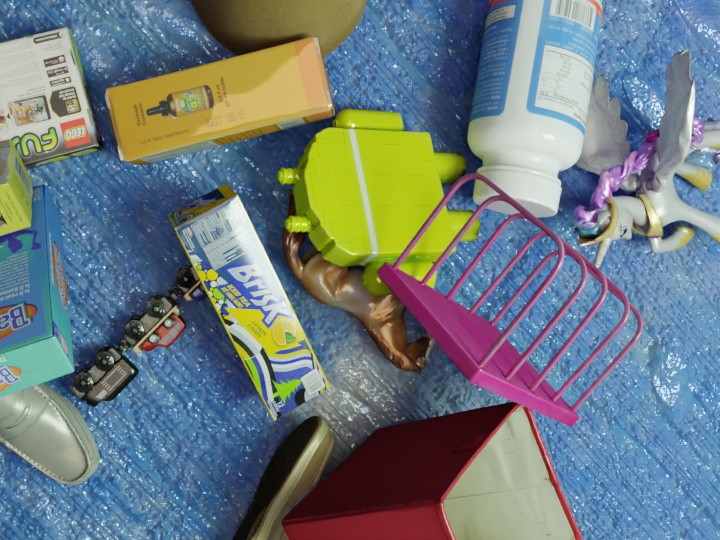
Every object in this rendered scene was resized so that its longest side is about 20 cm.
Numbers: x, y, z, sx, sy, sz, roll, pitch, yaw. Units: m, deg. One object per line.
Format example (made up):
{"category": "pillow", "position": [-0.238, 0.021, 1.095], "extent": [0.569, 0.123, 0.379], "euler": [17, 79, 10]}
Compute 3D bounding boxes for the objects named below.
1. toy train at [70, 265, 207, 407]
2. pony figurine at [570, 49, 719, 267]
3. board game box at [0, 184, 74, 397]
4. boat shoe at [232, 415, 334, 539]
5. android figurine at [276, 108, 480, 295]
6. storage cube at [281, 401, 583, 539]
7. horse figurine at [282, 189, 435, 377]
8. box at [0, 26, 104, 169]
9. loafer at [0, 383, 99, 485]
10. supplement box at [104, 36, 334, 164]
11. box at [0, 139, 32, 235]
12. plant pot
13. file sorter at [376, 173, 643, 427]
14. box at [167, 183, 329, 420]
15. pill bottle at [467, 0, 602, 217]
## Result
{"category": "toy train", "position": [-0.189, 0.051, 0.781], "extent": [0.046, 0.034, 0.200], "euler": [45, 85, -11]}
{"category": "pony figurine", "position": [0.289, -0.102, 0.808], "extent": [0.196, 0.166, 0.198], "euler": [-1, 93, -27]}
{"category": "board game box", "position": [-0.322, 0.024, 0.685], "extent": [0.149, 0.202, 0.046], "euler": [-18, 135, -7]}
{"category": "boat shoe", "position": [-0.071, 0.237, 0.790], "extent": [0.062, 0.073, 0.204], "euler": [27, 90, -16]}
{"category": "android figurine", "position": [0.018, -0.067, 0.773], "extent": [0.196, 0.041, 0.186], "euler": [-5, 73, -28]}
{"category": "storage cube", "position": [0.068, 0.239, 0.723], "extent": [0.199, 0.178, 0.174], "euler": [-31, 99, -51]}
{"category": "horse figurine", "position": [0.000, 0.000, 0.804], "extent": [0.197, 0.050, 0.135], "euler": [28, 81, -12]}
{"category": "box", "position": [-0.345, -0.139, 0.748], "extent": [0.196, 0.035, 0.113], "euler": [-16, 94, -9]}
{"category": "loafer", "position": [-0.317, 0.119, 0.743], "extent": [0.070, 0.070, 0.200], "euler": [-45, 98, -3]}
{"category": "supplement box", "position": [-0.125, -0.152, 0.754], "extent": [0.195, 0.069, 0.068], "euler": [-13, 94, -1]}
{"category": "box", "position": [-0.382, -0.045, 0.698], "extent": [0.196, 0.076, 0.051], "euler": [-20, 132, -7]}
{"category": "plant pot", "position": [-0.065, -0.290, 0.708], "extent": [0.182, 0.200, 0.191], "euler": [0, 92, -8]}
{"category": "file sorter", "position": [0.141, 0.026, 0.722], "extent": [0.126, 0.139, 0.199], "euler": [-50, 140, 10]}
{"category": "box", "position": [-0.100, 0.029, 0.754], "extent": [0.063, 0.070, 0.203], "euler": [-27, 110, -10]}
{"category": "pill bottle", "position": [0.161, -0.160, 0.786], "extent": [0.110, 0.112, 0.205], "euler": [12, 85, -9]}
